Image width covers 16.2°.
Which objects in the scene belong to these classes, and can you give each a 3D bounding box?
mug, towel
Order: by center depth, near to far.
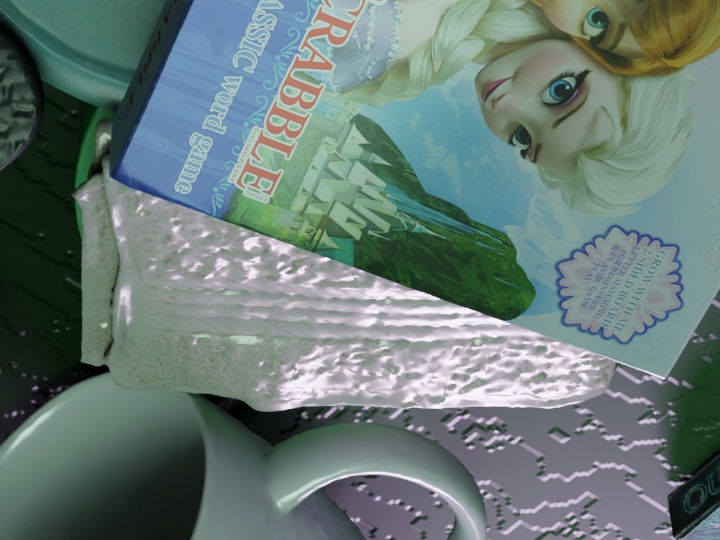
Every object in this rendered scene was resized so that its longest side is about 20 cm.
[{"bbox_3d":[0.000,0.000,0.884,0.199,0.035,0.133,1,143,-4],"label":"towel"},{"bbox_3d":[-0.041,0.130,1.009,0.200,0.148,0.175,-36,131,17],"label":"mug"}]

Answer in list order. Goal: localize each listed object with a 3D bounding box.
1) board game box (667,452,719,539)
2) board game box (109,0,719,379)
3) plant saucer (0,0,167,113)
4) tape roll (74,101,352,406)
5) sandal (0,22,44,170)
[{"bbox_3d":[0.241,0.073,1.037,0.135,0.028,0.200,29,126,-24],"label":"board game box"},{"bbox_3d":[0.050,-0.083,0.774,0.199,0.041,0.201,19,119,-15],"label":"board game box"},{"bbox_3d":[-0.060,-0.134,0.809,0.199,0.027,0.201,4,117,8],"label":"plant saucer"},{"bbox_3d":[-0.003,-0.037,0.922,0.199,0.048,0.201,-1,131,-1],"label":"tape roll"},{"bbox_3d":[-0.193,-0.018,0.845,0.199,0.045,0.075,-32,103,0],"label":"sandal"}]
